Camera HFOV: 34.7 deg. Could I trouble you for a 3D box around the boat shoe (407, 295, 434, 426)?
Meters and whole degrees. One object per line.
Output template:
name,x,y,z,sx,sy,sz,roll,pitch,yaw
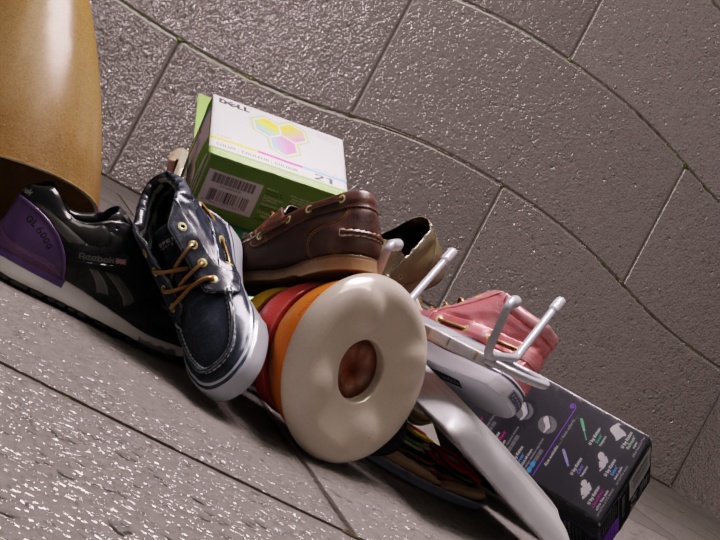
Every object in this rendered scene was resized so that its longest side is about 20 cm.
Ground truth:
boat shoe,0.042,0.075,1.183,0.073,0.067,0.202,-5,56,-17

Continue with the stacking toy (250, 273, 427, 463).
stacking toy,-0.055,0.058,0.937,0.199,0.148,0.145,18,-7,47

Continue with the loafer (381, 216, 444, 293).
loafer,0.000,0.000,1.071,0.075,0.069,0.199,19,31,39

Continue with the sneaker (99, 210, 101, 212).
sneaker,-0.280,-0.038,1.125,0.200,0.070,0.099,41,6,41

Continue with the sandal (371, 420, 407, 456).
sandal,-0.042,0.095,1.013,0.198,0.076,0.045,27,-2,16

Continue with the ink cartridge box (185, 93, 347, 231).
ink cartridge box,-0.096,-0.128,1.173,0.146,0.076,0.202,17,38,-18

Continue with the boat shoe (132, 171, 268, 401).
boat shoe,-0.131,0.009,0.884,0.091,0.070,0.201,48,13,-37

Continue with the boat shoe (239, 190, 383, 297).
boat shoe,-0.053,-0.019,0.960,0.070,0.072,0.198,11,-15,-43

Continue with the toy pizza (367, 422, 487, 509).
toy pizza,0.038,0.162,1.091,0.198,0.032,0.200,30,1,0

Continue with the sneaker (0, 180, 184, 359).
sneaker,-0.191,0.000,0.921,0.198,0.088,0.076,30,0,-27

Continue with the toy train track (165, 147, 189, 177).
toy train track,-0.197,-0.042,1.060,0.032,0.115,0.202,16,47,-5

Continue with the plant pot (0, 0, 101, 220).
plant pot,-0.295,-0.160,0.979,0.183,0.203,0.187,8,-17,2

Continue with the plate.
plate,0.099,0.151,1.012,0.200,0.032,0.200,50,-3,-27

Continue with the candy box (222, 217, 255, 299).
candy box,-0.097,0.007,1.144,0.167,0.077,0.201,29,33,-7

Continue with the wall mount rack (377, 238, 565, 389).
wall mount rack,0.092,0.029,0.991,0.198,0.076,0.173,26,5,21

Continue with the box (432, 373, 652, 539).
box,0.187,0.185,1.179,0.198,0.107,0.123,29,-21,25

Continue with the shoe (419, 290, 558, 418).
shoe,0.087,0.059,1.088,0.198,0.091,0.072,24,-27,33
